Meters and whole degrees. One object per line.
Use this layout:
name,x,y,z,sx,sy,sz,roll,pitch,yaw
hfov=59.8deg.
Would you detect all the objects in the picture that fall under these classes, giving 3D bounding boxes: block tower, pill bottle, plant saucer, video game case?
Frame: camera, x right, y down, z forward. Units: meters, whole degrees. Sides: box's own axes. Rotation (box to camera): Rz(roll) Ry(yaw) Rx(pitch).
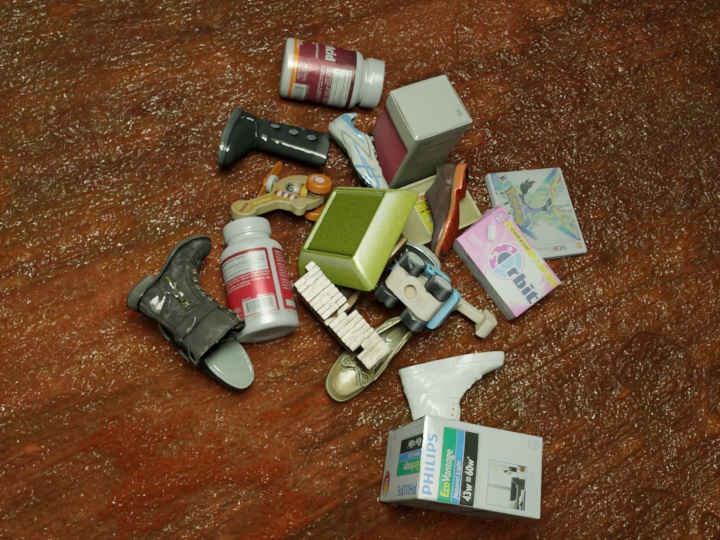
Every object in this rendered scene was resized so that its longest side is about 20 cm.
block tower,-0.037,0.080,1.072,0.058,0.054,0.200,-40,85,-13
pill bottle,-0.180,0.015,1.088,0.111,0.112,0.201,-9,73,-17
pill bottle,-0.058,-0.392,1.263,0.198,0.114,0.115,7,69,-12
plant saucer,-0.018,-0.073,1.111,0.048,0.199,0.201,41,69,-41
video game case,0.370,-0.119,1.325,0.181,0.022,0.201,-7,73,-17

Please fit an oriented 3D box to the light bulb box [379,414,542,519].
light bulb box,0.158,0.326,1.018,0.199,0.198,0.126,14,66,-10

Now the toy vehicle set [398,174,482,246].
toy vehicle set,0.136,-0.119,1.263,0.199,0.027,0.125,-22,78,-20

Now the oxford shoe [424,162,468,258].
oxford shoe,0.158,-0.119,1.229,0.072,0.071,0.201,9,69,20

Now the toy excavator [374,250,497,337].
toy excavator,0.151,0.052,1.147,0.194,0.100,0.200,44,23,18

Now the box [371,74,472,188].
box,0.106,-0.261,1.211,0.127,0.200,0.109,-22,77,-20

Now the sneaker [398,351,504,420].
sneaker,0.176,0.215,1.135,0.198,0.074,0.116,-11,75,-8

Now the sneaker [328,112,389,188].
sneaker,0.010,-0.219,1.213,0.072,0.072,0.201,-31,79,2

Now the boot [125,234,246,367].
boot,-0.258,0.047,1.020,0.173,0.069,0.200,31,56,11

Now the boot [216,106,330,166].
boot,-0.159,-0.231,1.187,0.199,0.066,0.166,17,45,-10

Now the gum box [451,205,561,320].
gum box,0.279,-0.018,1.229,0.113,0.066,0.200,-36,83,-7

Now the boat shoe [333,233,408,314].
boat shoe,0.000,0.000,1.121,0.070,0.070,0.200,43,100,9

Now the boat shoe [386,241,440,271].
boat shoe,0.055,-0.027,1.178,0.199,0.071,0.064,23,26,2

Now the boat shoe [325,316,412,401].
boat shoe,0.019,0.152,1.117,0.200,0.063,0.073,-37,83,-23

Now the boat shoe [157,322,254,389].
boat shoe,-0.262,0.129,1.058,0.200,0.060,0.076,48,42,7

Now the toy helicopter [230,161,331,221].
toy helicopter,-0.158,-0.138,1.161,0.199,0.079,0.132,-25,52,-37
